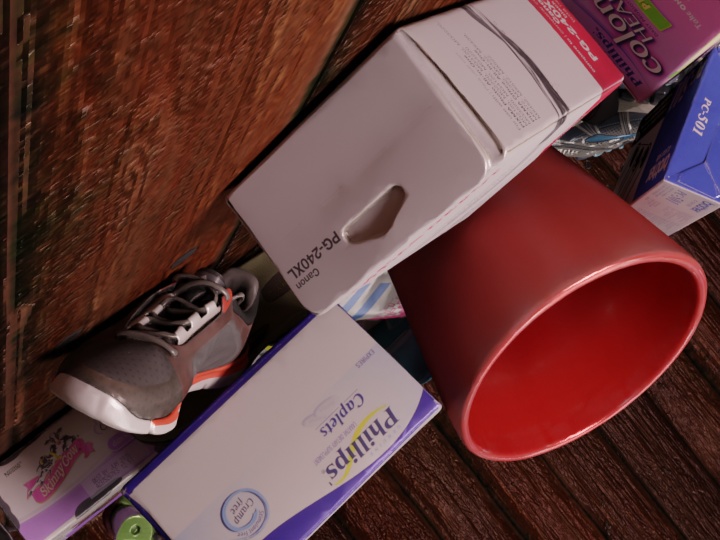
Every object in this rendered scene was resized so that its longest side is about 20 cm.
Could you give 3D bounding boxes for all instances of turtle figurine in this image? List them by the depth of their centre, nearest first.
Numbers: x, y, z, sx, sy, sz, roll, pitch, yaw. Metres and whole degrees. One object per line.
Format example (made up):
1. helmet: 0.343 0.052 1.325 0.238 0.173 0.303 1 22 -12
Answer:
1. turtle figurine: -0.231 0.250 1.215 0.200 0.144 0.194 -45 -150 -14

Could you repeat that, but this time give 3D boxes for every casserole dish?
1. casserole dish: 0.046 0.031 1.098 0.121 0.039 0.200 -46 -163 13

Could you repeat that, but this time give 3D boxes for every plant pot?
1. plant pot: 0.109 0.003 0.890 0.199 0.178 0.201 -22 144 -17

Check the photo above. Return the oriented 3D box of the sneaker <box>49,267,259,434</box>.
1. sneaker: -0.116 0.035 0.762 0.082 0.077 0.200 -66 171 15

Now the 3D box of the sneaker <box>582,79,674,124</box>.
1. sneaker: 0.216 -0.181 0.973 0.200 0.086 0.078 -39 176 -19

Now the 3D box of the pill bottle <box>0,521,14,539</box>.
1. pill bottle: -0.292 0.222 0.820 0.112 0.112 0.200 -36 176 -37

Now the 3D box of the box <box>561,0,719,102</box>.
1. box: 0.240 -0.220 0.771 0.176 0.097 0.200 -38 176 -19

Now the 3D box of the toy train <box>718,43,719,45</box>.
1. toy train: 0.240 -0.192 1.092 0.199 0.086 0.114 -26 175 21

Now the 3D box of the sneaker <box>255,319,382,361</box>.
1. sneaker: -0.075 0.030 1.066 0.199 0.075 0.085 -25 135 -6

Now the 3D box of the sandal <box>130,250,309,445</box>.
1. sandal: -0.097 0.037 0.894 0.201 0.080 0.057 -44 156 3

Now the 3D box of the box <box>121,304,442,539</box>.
1. box: -0.053 0.128 0.879 0.184 0.105 0.200 -43 175 -11

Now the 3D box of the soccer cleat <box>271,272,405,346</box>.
1. soccer cleat: 0.000 0.000 0.981 0.199 0.070 0.087 -19 148 -14

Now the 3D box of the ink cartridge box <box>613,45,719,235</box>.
1. ink cartridge box: 0.220 -0.079 0.880 0.200 0.044 0.095 94 19 -84

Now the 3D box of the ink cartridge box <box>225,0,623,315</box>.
1. ink cartridge box: 0.041 -0.072 0.696 0.145 0.084 0.200 -40 176 32

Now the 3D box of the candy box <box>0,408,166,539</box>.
1. candy box: -0.214 0.151 1.044 0.167 0.072 0.200 -37 176 -15

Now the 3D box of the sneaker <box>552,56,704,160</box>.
1. sneaker: 0.201 -0.135 1.036 0.199 0.078 0.086 -6 149 3
